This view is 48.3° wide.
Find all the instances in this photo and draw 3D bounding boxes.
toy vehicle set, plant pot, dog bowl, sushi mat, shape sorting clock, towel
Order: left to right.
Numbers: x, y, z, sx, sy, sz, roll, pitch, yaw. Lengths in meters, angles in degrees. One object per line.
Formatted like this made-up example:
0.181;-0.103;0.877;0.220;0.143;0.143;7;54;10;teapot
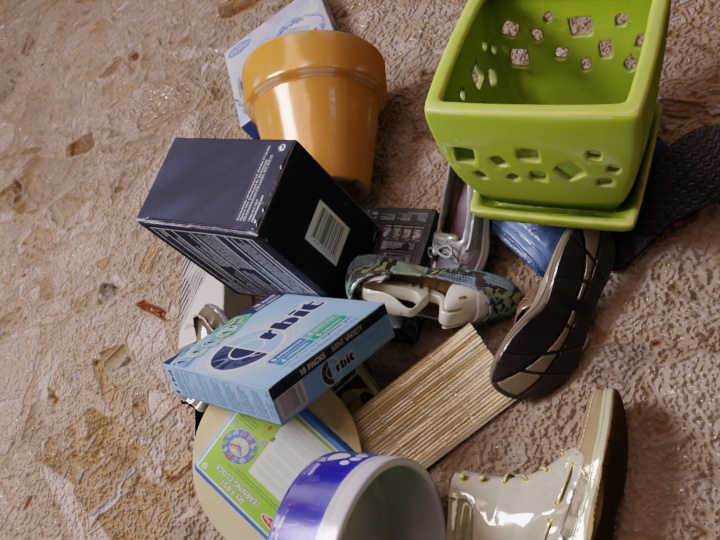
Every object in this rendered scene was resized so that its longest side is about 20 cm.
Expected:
-0.091;0.209;0.875;0.196;0.039;0.204;-2;80;12;shape sorting clock
-0.056;0.193;0.904;0.200;0.026;0.125;-42;80;6;toy vehicle set
-0.057;-0.185;1.078;0.197;0.199;0.186;-14;72;27;plant pot
0.001;0.272;0.742;0.078;0.200;0.203;-2;62;36;dog bowl
0.067;0.154;0.862;0.199;0.012;0.096;-38;81;6;sushi mat
0.196;-0.155;0.794;0.196;0.182;0.202;7;55;27;plant pot
0.240;-0.093;0.901;0.200;0.049;0.112;-45;49;3;towel

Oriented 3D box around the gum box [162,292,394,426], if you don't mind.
-0.090;0.086;0.861;0.198;0.045;0.169;3;29;46;gum box

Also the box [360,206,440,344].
0.000;0.000;1.007;0.197;0.051;0.160;4;65;35;box

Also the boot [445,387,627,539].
0.165;0.200;0.763;0.153;0.072;0.203;3;65;38;boot

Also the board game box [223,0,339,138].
-0.121;-0.338;1.298;0.198;0.043;0.201;-31;51;16;board game box

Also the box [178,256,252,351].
-0.199;0.023;1.116;0.081;0.068;0.203;-22;52;21;box

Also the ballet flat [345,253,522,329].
0.076;0.033;0.880;0.196;0.075;0.075;8;65;11;ballet flat

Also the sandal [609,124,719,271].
0.317;-0.077;0.833;0.200;0.045;0.076;-41;78;23;sandal

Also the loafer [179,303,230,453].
-0.179;0.142;0.967;0.075;0.069;0.204;-4;94;58;loafer

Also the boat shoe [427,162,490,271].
0.112;-0.060;0.921;0.074;0.064;0.205;33;109;59;boat shoe

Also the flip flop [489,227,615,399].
0.197;0.041;0.838;0.202;0.080;0.058;-65;14;-3;flip flop

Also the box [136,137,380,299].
-0.116;-0.055;0.948;0.196;0.200;0.125;7;67;35;box
